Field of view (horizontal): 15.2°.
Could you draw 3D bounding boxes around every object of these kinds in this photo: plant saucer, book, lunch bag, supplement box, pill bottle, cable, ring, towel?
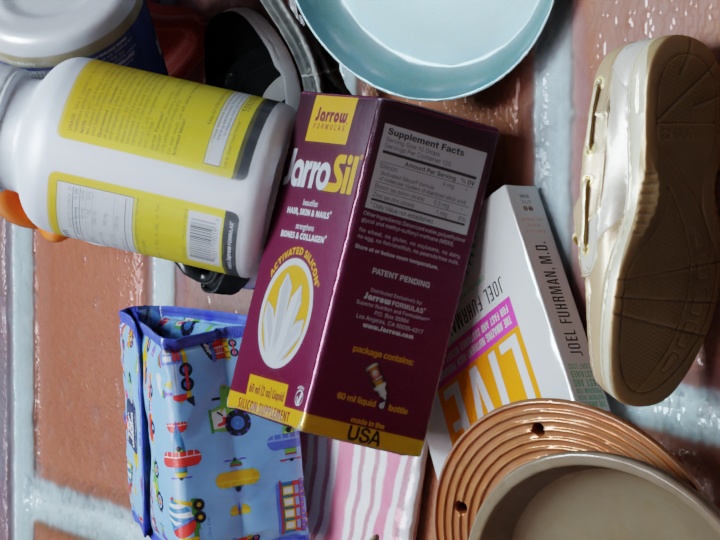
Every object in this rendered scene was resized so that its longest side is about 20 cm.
[{"bbox_3d":[0.147,0.186,1.463,0.200,0.029,0.200,16,119,31],"label":"plant saucer"},{"bbox_3d":[0.089,0.069,1.583,0.134,0.048,0.200,-44,55,46],"label":"book"},{"bbox_3d":[-0.117,0.104,1.813,0.200,0.094,0.151,-171,75,-67],"label":"lunch bag"},{"bbox_3d":[0.000,0.000,1.599,0.110,0.086,0.200,10,87,62],"label":"supplement box"},{"bbox_3d":[-0.180,-0.114,1.793,0.111,0.111,0.200,47,160,42],"label":"pill bottle"},{"bbox_3d":[-0.144,-0.069,1.668,0.200,0.112,0.112,14,110,8],"label":"pill bottle"},{"bbox_3d":[-0.020,-0.141,1.674,0.050,0.097,0.200,-6,92,43],"label":"cable"},{"bbox_3d":[0.127,0.162,1.498,0.200,0.019,0.201,16,120,31],"label":"ring"},{"bbox_3d":[-0.024,0.120,1.759,0.200,0.030,0.147,22,112,52],"label":"towel"},{"bbox_3d":[0.039,-0.200,1.589,0.200,0.027,0.200,11,109,33],"label":"plant saucer"}]

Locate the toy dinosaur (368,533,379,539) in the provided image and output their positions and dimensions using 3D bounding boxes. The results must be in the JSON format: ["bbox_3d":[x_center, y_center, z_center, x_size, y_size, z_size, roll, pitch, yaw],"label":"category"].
[{"bbox_3d":[0.044,0.239,1.575,0.086,0.200,0.136,-45,50,1],"label":"toy dinosaur"}]

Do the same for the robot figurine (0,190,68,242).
[{"bbox_3d":[-0.241,-0.109,1.974,0.117,0.144,0.200,-49,50,20],"label":"robot figurine"}]

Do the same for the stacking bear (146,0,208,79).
[{"bbox_3d":[-0.201,-0.212,1.918,0.114,0.121,0.200,-48,41,24],"label":"stacking bear"}]

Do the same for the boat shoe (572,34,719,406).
[{"bbox_3d":[0.151,-0.028,1.461,0.069,0.074,0.200,8,91,57],"label":"boat shoe"}]

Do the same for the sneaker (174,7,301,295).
[{"bbox_3d":[-0.095,-0.082,1.769,0.073,0.112,0.200,-34,65,51],"label":"sneaker"}]
